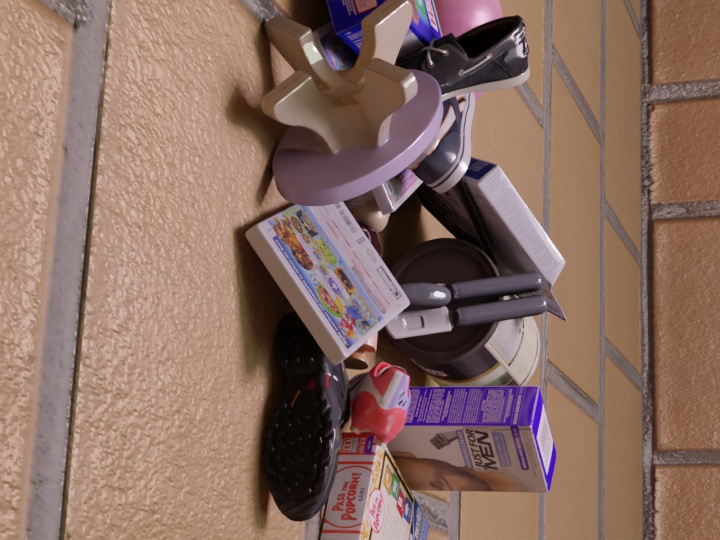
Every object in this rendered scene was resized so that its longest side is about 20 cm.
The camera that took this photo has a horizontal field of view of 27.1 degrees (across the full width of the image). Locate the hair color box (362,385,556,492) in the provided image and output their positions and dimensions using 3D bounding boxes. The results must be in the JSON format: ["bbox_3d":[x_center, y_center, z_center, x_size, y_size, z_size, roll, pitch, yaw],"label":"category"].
[{"bbox_3d":[0.104,0.183,1.620,0.065,0.197,0.110,-70,150,-43],"label":"hair color box"}]

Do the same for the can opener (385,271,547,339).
[{"bbox_3d":[0.114,0.035,1.605,0.066,0.197,0.053,153,-71,-64],"label":"can opener"}]

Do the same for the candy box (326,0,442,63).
[{"bbox_3d":[0.018,-0.303,1.571,0.200,0.076,0.171,29,44,-69],"label":"candy box"}]

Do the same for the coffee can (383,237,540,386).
[{"bbox_3d":[0.121,0.065,1.763,0.200,0.144,0.149,44,47,-62],"label":"coffee can"}]

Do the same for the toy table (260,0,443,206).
[{"bbox_3d":[-0.011,-0.165,1.406,0.201,0.182,0.118,-51,145,-33],"label":"toy table"}]

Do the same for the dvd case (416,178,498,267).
[{"bbox_3d":[0.091,-0.097,1.752,0.149,0.016,0.201,47,-9,38],"label":"dvd case"}]

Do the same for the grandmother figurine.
[{"bbox_3d":[0.000,0.000,1.566,0.122,0.060,0.203,67,29,-62],"label":"grandmother figurine"}]

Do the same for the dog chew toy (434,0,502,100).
[{"bbox_3d":[0.106,-0.253,1.812,0.124,0.123,0.203,19,78,-69],"label":"dog chew toy"}]

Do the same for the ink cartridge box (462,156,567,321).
[{"bbox_3d":[0.166,-0.047,1.752,0.201,0.040,0.199,55,-8,-19],"label":"ink cartridge box"}]

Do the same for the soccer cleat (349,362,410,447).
[{"bbox_3d":[0.022,0.124,1.508,0.077,0.066,0.200,-60,-178,4],"label":"soccer cleat"}]

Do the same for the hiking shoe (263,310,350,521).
[{"bbox_3d":[-0.038,0.142,1.412,0.101,0.075,0.203,44,46,-58],"label":"hiking shoe"}]

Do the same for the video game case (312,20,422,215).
[{"bbox_3d":[0.011,-0.173,1.594,0.202,0.018,0.143,66,25,-11],"label":"video game case"}]

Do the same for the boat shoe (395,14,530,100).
[{"bbox_3d":[0.081,-0.214,1.541,0.072,0.197,0.068,-121,-160,-46],"label":"boat shoe"}]

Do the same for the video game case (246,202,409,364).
[{"bbox_3d":[-0.027,0.000,1.427,0.144,0.018,0.200,56,23,0],"label":"video game case"}]

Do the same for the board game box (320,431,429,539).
[{"bbox_3d":[0.017,0.289,1.589,0.201,0.046,0.153,64,30,-47],"label":"board game box"}]

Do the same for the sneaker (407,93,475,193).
[{"bbox_3d":[0.075,-0.168,1.606,0.079,0.078,0.201,36,27,-20],"label":"sneaker"}]
